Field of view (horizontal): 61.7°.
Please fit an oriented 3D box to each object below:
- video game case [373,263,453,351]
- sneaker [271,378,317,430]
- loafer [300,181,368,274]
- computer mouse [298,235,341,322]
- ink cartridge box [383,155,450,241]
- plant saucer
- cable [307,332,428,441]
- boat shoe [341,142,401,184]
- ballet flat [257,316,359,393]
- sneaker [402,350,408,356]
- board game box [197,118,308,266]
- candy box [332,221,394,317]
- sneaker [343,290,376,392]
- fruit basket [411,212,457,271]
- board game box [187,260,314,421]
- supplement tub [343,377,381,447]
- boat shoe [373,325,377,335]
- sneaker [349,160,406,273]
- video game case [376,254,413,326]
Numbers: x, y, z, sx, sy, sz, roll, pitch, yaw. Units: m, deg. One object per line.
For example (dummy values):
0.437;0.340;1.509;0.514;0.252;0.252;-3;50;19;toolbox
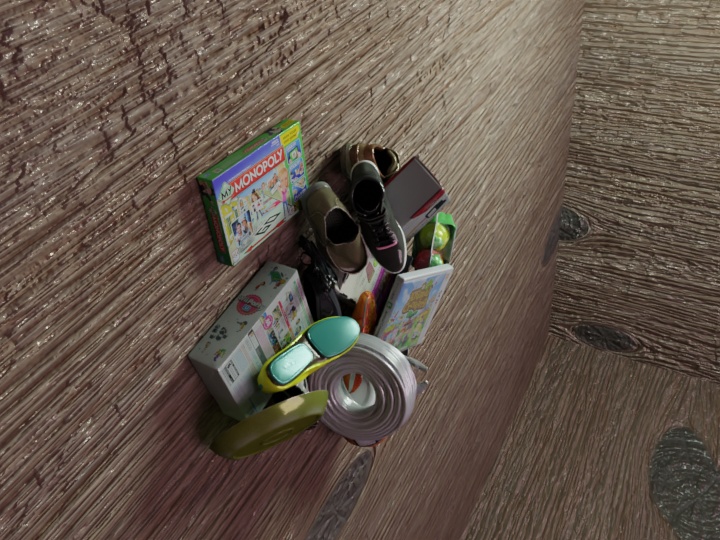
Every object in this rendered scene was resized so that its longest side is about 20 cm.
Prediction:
0.097;0.081;1.167;0.199;0.022;0.184;-11;126;-55;video game case
-0.114;0.218;1.058;0.201;0.072;0.081;90;-7;-50;sneaker
-0.035;-0.053;0.986;0.075;0.070;0.201;-37;138;-5;loafer
-0.060;0.048;1.029;0.052;0.139;0.202;-14;132;-19;computer mouse
0.089;-0.124;1.146;0.146;0.083;0.200;-44;172;10;ink cartridge box
-0.134;0.245;0.934;0.198;0.031;0.200;-24;161;-9;plant saucer
0.001;0.211;1.077;0.202;0.198;0.069;-61;173;25;cable
0.038;-0.188;1.108;0.199;0.071;0.077;-3;87;-63;boat shoe
-0.084;0.131;0.940;0.199;0.067;0.067;-29;167;-44;ballet flat
0.089;0.121;1.371;0.147;0.076;0.204;-66;174;-58;sneaker
-0.145;-0.116;0.873;0.200;0.029;0.136;-48;144;-42;board game box
0.000;0.000;1.176;0.138;0.060;0.200;-68;153;-10;candy box
-0.020;0.132;1.134;0.073;0.076;0.203;-14;122;-69;sneaker
0.156;-0.025;1.283;0.201;0.092;0.187;-81;176;-50;fruit basket
-0.156;0.110;0.930;0.201;0.064;0.149;-54;147;-33;board game box
-0.002;0.287;1.248;0.124;0.121;0.201;-62;154;-24;supplement tub
0.006;0.157;1.259;0.201;0.071;0.077;98;12;-62;boat shoe
0.026;-0.076;0.997;0.099;0.070;0.203;-76;148;-71;sneaker
0.061;0.059;1.270;0.200;0.019;0.145;112;0;-75;video game case
